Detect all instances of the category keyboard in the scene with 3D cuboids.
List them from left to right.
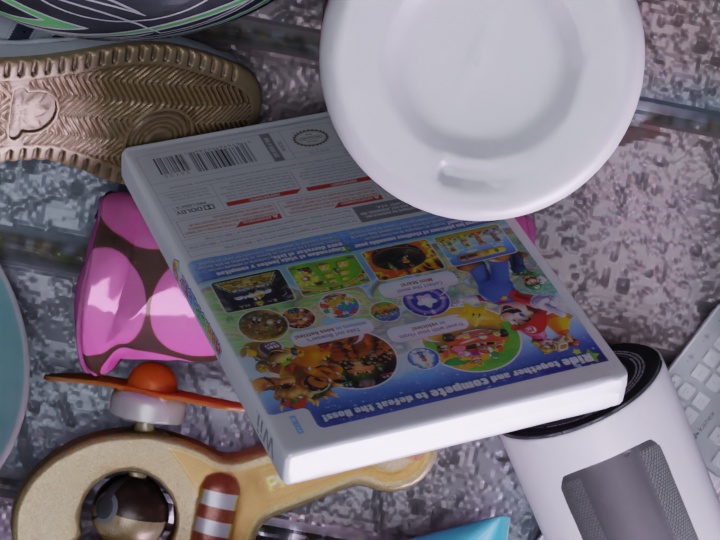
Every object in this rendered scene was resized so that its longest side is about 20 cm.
[{"bbox_3d":[0.128,0.108,1.033,0.056,0.011,0.201,34,101,-8],"label":"keyboard"}]

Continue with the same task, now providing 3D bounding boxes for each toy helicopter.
[{"bbox_3d":[-0.062,0.092,1.009,0.198,0.079,0.133,-18,94,-7],"label":"toy helicopter"}]

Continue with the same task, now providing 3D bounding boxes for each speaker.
[{"bbox_3d":[0.133,0.138,0.997,0.081,0.081,0.201,-22,108,5],"label":"speaker"}]

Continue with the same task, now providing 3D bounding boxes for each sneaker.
[{"bbox_3d":[-0.145,-0.094,0.956,0.199,0.109,0.071,-2,126,-32],"label":"sneaker"}]

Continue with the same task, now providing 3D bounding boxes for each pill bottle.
[{"bbox_3d":[0.043,-0.098,0.886,0.118,0.200,0.121,0,104,0],"label":"pill bottle"}]

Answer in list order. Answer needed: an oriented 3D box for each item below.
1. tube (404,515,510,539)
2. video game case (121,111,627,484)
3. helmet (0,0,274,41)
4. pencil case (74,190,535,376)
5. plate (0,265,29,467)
[{"bbox_3d":[-0.018,0.157,0.982,0.199,0.050,0.078,-5,114,-34],"label":"tube"},{"bbox_3d":[0.000,0.000,0.898,0.142,0.200,0.018,-11,130,-19],"label":"video game case"},{"bbox_3d":[-0.093,-0.183,0.872,0.199,0.200,0.192,-25,88,6],"label":"helmet"},{"bbox_3d":[-0.024,0.011,0.972,0.198,0.091,0.094,4,147,-1],"label":"pencil case"},{"bbox_3d":[-0.233,0.024,0.935,0.200,0.201,0.026,41,132,-9],"label":"plate"}]
